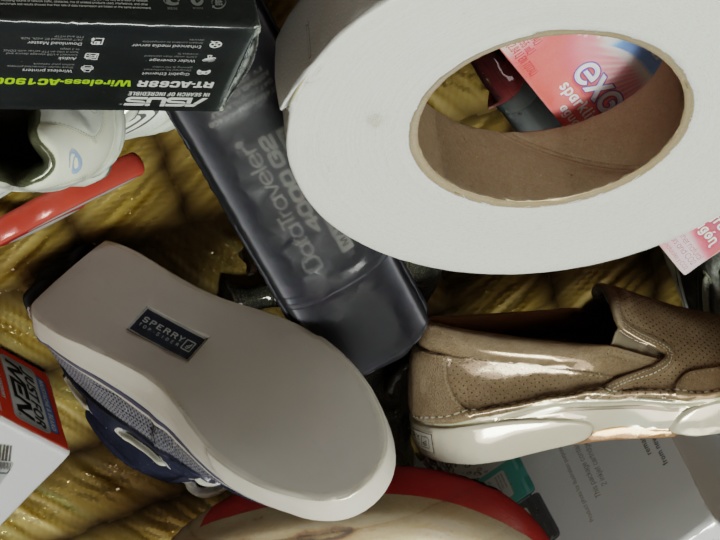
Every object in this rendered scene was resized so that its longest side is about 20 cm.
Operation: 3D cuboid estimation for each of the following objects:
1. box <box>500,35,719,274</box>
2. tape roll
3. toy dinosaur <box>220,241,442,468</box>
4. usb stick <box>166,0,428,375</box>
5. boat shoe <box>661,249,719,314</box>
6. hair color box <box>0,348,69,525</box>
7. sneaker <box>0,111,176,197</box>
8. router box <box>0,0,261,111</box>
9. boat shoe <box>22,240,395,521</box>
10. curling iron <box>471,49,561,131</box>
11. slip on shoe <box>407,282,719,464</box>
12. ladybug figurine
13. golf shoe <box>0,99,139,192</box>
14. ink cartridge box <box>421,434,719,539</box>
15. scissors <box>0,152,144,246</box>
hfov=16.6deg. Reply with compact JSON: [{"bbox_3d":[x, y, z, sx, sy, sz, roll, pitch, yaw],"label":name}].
[{"bbox_3d":[0.109,-0.107,1.014,0.094,0.103,0.200,-35,128,10],"label":"box"},{"bbox_3d":[0.068,-0.068,0.918,0.201,0.037,0.203,-4,146,-3],"label":"tape roll"},{"bbox_3d":[0.000,0.000,1.094,0.102,0.077,0.201,-9,124,-27],"label":"toy dinosaur"},{"bbox_3d":[-0.028,-0.032,0.990,0.055,0.033,0.200,-29,130,0],"label":"usb stick"},{"bbox_3d":[0.193,0.041,1.182,0.070,0.064,0.200,-27,130,4],"label":"boat shoe"},{"bbox_3d":[-0.237,0.057,1.051,0.200,0.064,0.111,33,110,-34],"label":"hair color box"},{"bbox_3d":[-0.145,-0.066,0.991,0.199,0.072,0.073,-25,108,4],"label":"sneaker"},{"bbox_3d":[-0.144,-0.135,0.871,0.199,0.151,0.062,0,154,-19],"label":"router box"},{"bbox_3d":[-0.055,0.064,1.047,0.075,0.200,0.093,-42,141,-20],"label":"boat shoe"},{"bbox_3d":[0.058,-0.076,1.067,0.200,0.025,0.050,43,68,-42],"label":"curling iron"},{"bbox_3d":[0.116,0.036,1.083,0.199,0.076,0.061,-8,106,-8],"label":"slip on shoe"},{"bbox_3d":[0.000,0.135,1.079,0.199,0.072,0.136,-5,136,13],"label":"ladybug figurine"},{"bbox_3d":[-0.182,-0.083,0.906,0.199,0.097,0.079,18,108,3],"label":"golf shoe"},{"bbox_3d":[0.101,0.163,1.191,0.200,0.146,0.147,-37,129,13],"label":"ink cartridge box"},{"bbox_3d":[-0.168,-0.005,0.978,0.073,0.014,0.200,-22,-176,45],"label":"scissors"}]
